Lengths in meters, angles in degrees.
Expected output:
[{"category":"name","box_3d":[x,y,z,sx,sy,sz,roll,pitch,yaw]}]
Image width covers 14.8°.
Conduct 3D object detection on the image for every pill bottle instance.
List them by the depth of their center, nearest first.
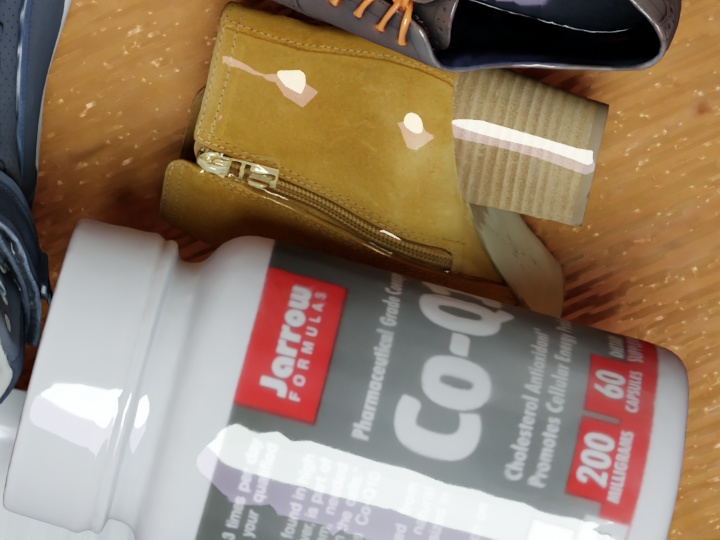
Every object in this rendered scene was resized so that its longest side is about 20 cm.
[{"category":"pill bottle","box_3d":[-0.006,0.055,0.882,0.199,0.114,0.114,15,123,-3]}]

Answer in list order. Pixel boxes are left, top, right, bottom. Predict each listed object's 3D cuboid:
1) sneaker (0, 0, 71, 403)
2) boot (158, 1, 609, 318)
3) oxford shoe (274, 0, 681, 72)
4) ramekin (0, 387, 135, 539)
[{"category":"sneaker","box_3d":[-0.133,-0.050,0.873,0.076,0.147,0.203,4,122,0]},{"category":"boot","box_3d":[0.000,0.000,0.960,0.143,0.071,0.202,14,129,5]},{"category":"oxford shoe","box_3d":[0.007,-0.106,0.876,0.199,0.073,0.072,8,124,-4]},{"category":"ramekin","box_3d":[-0.145,0.128,0.981,0.201,0.095,0.203,3,146,2]}]
